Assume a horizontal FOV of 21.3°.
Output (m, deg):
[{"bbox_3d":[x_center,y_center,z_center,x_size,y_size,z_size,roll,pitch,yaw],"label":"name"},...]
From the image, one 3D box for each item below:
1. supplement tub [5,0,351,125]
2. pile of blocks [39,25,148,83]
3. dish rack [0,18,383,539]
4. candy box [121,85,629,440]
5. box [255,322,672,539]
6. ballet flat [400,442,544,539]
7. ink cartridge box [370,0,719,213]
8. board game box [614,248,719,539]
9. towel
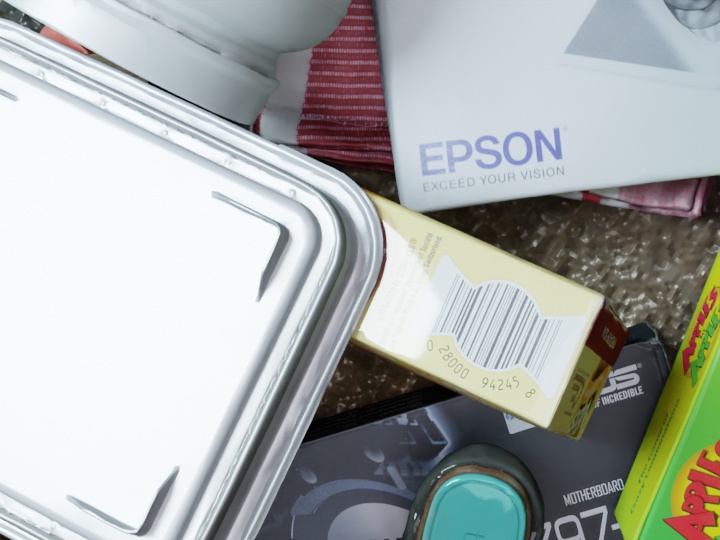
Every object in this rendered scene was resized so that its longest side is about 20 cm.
[{"bbox_3d":[-0.046,-0.170,0.693,0.144,0.145,0.201,28,96,-2],"label":"supplement tub"},{"bbox_3d":[-0.182,-0.077,0.780,0.199,0.082,0.063,-6,96,3],"label":"pile of blocks"},{"bbox_3d":[-0.109,0.011,0.682,0.199,0.044,0.172,25,89,14],"label":"dish rack"},{"bbox_3d":[0.000,0.000,0.742,0.199,0.115,0.056,25,88,14],"label":"candy box"},{"bbox_3d":[0.053,0.128,0.815,0.199,0.044,0.161,-16,96,4],"label":"box"},{"bbox_3d":[0.031,0.164,0.763,0.068,0.068,0.201,19,98,1],"label":"ballet flat"},{"bbox_3d":[0.101,-0.133,0.765,0.198,0.041,0.201,-8,95,3],"label":"ink cartridge box"},{"bbox_3d":[0.184,0.029,0.745,0.101,0.048,0.201,19,102,-4],"label":"board game box"},{"bbox_3d":[0.060,-0.107,0.800,0.199,0.023,0.145,9,96,1],"label":"towel"}]
